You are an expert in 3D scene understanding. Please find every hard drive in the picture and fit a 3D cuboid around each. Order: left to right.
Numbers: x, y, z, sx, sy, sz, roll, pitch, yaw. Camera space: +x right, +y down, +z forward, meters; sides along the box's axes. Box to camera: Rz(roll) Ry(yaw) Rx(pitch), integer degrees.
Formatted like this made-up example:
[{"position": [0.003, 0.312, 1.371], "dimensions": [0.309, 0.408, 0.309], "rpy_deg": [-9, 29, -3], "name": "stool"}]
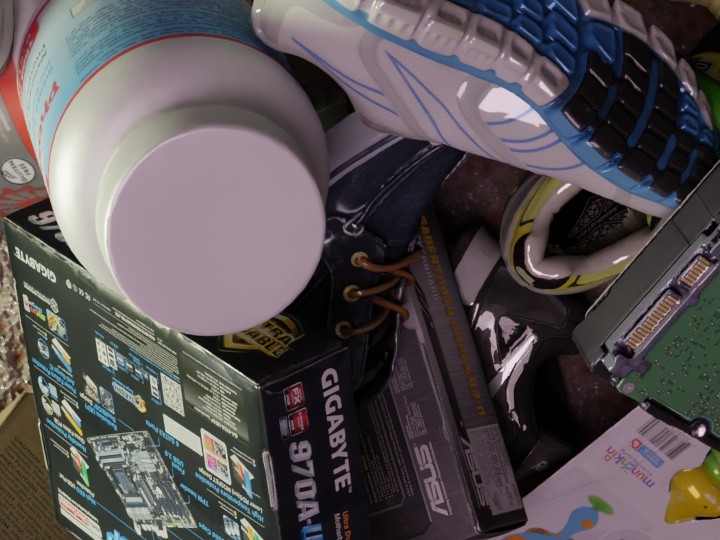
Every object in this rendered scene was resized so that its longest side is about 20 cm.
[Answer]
[{"position": [0.196, 0.023, 1.082], "dimensions": [0.199, 0.038, 0.140], "rpy_deg": [28, 110, -34], "name": "hard drive"}]

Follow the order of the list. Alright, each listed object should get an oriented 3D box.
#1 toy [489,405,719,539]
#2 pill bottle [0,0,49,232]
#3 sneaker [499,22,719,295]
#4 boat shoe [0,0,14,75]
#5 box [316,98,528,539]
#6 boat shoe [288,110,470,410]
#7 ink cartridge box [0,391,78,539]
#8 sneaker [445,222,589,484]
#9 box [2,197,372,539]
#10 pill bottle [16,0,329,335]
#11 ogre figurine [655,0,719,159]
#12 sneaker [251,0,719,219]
[{"position": [0.104, 0.133, 1.283], "dimensions": [0.115, 0.047, 0.200], "rpy_deg": [38, 121, -23], "name": "toy"}, {"position": [-0.202, -0.065, 1.256], "dimensions": [0.199, 0.116, 0.116], "rpy_deg": [-18, 106, 22], "name": "pill bottle"}, {"position": [0.146, -0.050, 1.177], "dimensions": [0.200, 0.076, 0.075], "rpy_deg": [-40, 96, 13], "name": "sneaker"}, {"position": [-0.192, -0.170, 1.141], "dimensions": [0.074, 0.065, 0.203], "rpy_deg": [-3, 98, 21], "name": "boat shoe"}, {"position": [-0.027, 0.042, 1.237], "dimensions": [0.158, 0.048, 0.201], "rpy_deg": [-22, 81, 31], "name": "box"}, {"position": [0.000, 0.000, 1.153], "dimensions": [0.200, 0.071, 0.091], "rpy_deg": [-40, 73, 35], "name": "boat shoe"}, {"position": [-0.142, 0.182, 1.313], "dimensions": [0.200, 0.165, 0.075], "rpy_deg": [47, 118, -6], "name": "ink cartridge box"}, {"position": [0.050, 0.082, 1.273], "dimensions": [0.090, 0.066, 0.201], "rpy_deg": [25, 114, 7], "name": "sneaker"}, {"position": [-0.071, 0.070, 1.148], "dimensions": [0.200, 0.046, 0.160], "rpy_deg": [29, 134, 47], "name": "box"}, {"position": [-0.073, -0.051, 1.082], "dimensions": [0.108, 0.200, 0.109], "rpy_deg": [-4, 112, -11], "name": "pill bottle"}, {"position": [0.198, -0.097, 1.107], "dimensions": [0.120, 0.199, 0.098], "rpy_deg": [59, 158, 25], "name": "ogre figurine"}, {"position": [0.047, -0.074, 1.062], "dimensions": [0.199, 0.075, 0.087], "rpy_deg": [31, 139, -14], "name": "sneaker"}]
